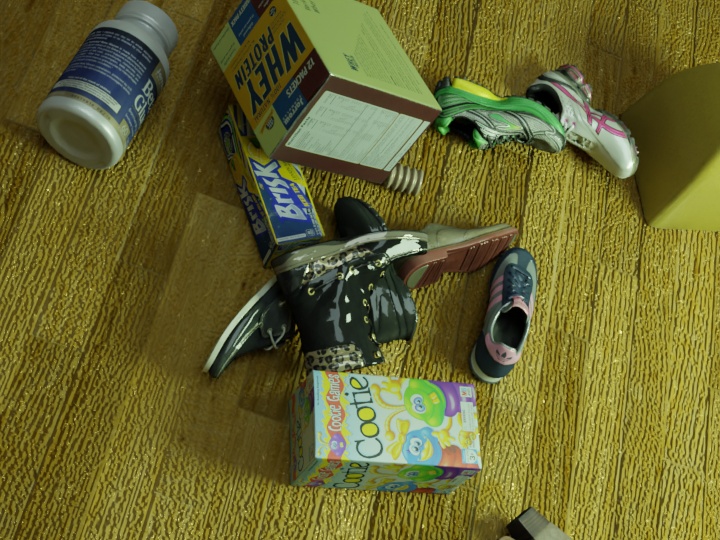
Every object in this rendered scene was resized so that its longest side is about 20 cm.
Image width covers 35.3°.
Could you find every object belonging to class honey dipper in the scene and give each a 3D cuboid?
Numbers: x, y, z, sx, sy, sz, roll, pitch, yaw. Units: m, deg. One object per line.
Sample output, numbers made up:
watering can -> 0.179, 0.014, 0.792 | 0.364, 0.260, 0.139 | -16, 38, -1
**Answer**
honey dipper -> -0.015, -0.141, 1.489 | 0.197, 0.038, 0.039 | 15, 60, -11

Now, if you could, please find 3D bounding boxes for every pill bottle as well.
pill bottle -> -0.300, -0.232, 1.381 | 0.110, 0.111, 0.202 | 27, 58, -6

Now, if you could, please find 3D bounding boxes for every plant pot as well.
plant pot -> 0.520, -0.192, 1.621 | 0.191, 0.200, 0.199 | 2, 63, -20

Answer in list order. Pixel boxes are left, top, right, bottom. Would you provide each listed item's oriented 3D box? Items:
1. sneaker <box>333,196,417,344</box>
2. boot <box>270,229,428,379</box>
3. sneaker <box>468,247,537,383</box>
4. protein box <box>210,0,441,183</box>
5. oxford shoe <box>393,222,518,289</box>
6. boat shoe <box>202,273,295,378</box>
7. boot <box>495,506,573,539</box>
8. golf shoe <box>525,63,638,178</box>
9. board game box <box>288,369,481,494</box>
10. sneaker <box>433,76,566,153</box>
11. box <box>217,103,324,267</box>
sneaker -> 0.000, 0.000, 1.403 | 0.089, 0.076, 0.202 | -15, 68, -20
boot -> 0.001, 0.037, 1.326 | 0.197, 0.073, 0.153 | -11, 84, -27
sneaker -> 0.198, 0.045, 1.447 | 0.069, 0.082, 0.202 | 22, 59, -8
protein box -> -0.044, -0.237, 1.403 | 0.198, 0.135, 0.200 | 9, 43, -46
oxford shoe -> 0.120, -0.039, 1.469 | 0.198, 0.071, 0.075 | -14, 56, -35
boat shoe -> -0.108, 0.060, 1.330 | 0.067, 0.072, 0.200 | 41, 55, 4
boot -> 0.190, 0.370, 1.288 | 0.199, 0.070, 0.147 | -31, 80, -30
golf shoe -> 0.317, -0.204, 1.629 | 0.091, 0.073, 0.201 | -26, 66, -23
board game box -> 0.026, 0.187, 1.297 | 0.197, 0.103, 0.107 | 6, 62, -18
sneaker -> 0.191, -0.197, 1.581 | 0.197, 0.078, 0.086 | 15, 66, -3
box -> -0.113, -0.110, 1.418 | 0.069, 0.064, 0.203 | -11, 68, -26
